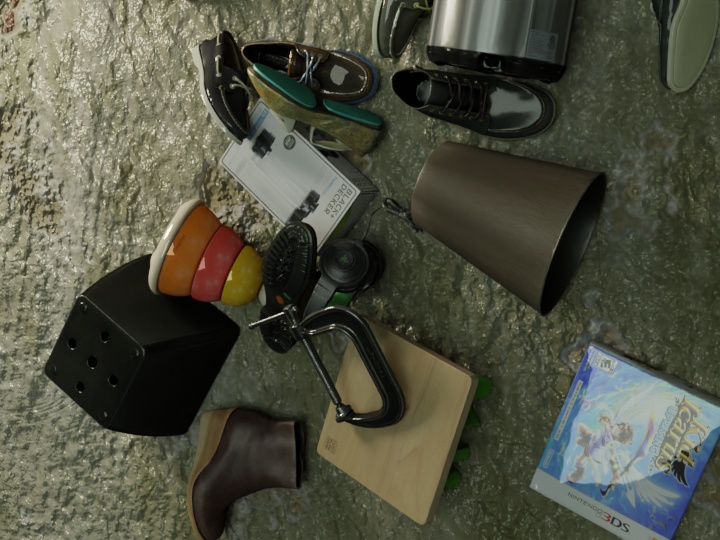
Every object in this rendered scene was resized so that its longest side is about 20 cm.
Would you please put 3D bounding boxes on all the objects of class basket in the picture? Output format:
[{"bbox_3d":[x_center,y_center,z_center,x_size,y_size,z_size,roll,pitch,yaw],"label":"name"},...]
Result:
[{"bbox_3d":[0.171,-0.068,1.236,0.198,0.136,0.183,25,91,25],"label":"basket"}]

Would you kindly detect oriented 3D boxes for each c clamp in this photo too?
[{"bbox_3d":[-0.033,0.122,1.300,0.169,0.027,0.202,-26,99,37],"label":"c clamp"}]

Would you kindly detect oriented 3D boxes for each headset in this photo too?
[{"bbox_3d":[0.000,0.000,1.328,0.093,0.123,0.202,32,99,13],"label":"headset"}]

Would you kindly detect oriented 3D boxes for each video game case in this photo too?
[{"bbox_3d":[0.324,0.214,1.232,0.179,0.045,0.203,25,104,20],"label":"video game case"}]

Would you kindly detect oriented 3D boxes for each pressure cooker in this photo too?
[{"bbox_3d":[0.174,-0.330,1.188,0.175,0.175,0.204,12,103,19],"label":"pressure cooker"}]

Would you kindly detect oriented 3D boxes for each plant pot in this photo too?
[{"bbox_3d":[-0.329,0.116,1.457,0.199,0.177,0.202,37,107,19],"label":"plant pot"}]

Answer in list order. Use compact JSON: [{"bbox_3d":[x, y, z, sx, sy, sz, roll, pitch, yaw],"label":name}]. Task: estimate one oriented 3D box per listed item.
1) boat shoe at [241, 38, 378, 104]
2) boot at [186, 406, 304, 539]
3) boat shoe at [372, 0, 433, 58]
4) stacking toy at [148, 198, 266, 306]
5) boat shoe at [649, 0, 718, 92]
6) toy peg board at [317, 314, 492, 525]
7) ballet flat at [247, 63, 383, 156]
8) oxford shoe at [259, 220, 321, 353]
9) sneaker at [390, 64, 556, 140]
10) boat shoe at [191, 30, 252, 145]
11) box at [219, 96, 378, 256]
[{"bbox_3d":[-0.073,-0.267,1.363,0.197,0.072,0.074,14,100,23],"label":"boat shoe"},{"bbox_3d":[-0.162,0.300,1.449,0.163,0.072,0.205,5,93,27],"label":"boot"},{"bbox_3d":[0.072,-0.364,1.290,0.060,0.072,0.205,23,100,26],"label":"boat shoe"},{"bbox_3d":[-0.184,0.005,1.424,0.197,0.146,0.148,28,105,3],"label":"stacking toy"},{"bbox_3d":[0.368,-0.309,1.170,0.067,0.071,0.205,21,113,59],"label":"boat shoe"},{"bbox_3d":[0.066,0.189,1.338,0.197,0.097,0.204,26,105,37],"label":"toy peg board"},{"bbox_3d":[-0.065,-0.201,1.325,0.197,0.071,0.072,20,106,-20],"label":"ballet flat"},{"bbox_3d":[-0.084,0.010,1.351,0.072,0.084,0.202,33,133,21],"label":"oxford shoe"},{"bbox_3d":[0.136,-0.205,1.252,0.196,0.106,0.076,12,99,24],"label":"sneaker"},{"bbox_3d":[-0.179,-0.253,1.385,0.060,0.074,0.202,-32,46,12],"label":"boat shoe"},{"bbox_3d":[-0.085,-0.129,1.387,0.200,0.060,0.117,45,110,15],"label":"box"}]
